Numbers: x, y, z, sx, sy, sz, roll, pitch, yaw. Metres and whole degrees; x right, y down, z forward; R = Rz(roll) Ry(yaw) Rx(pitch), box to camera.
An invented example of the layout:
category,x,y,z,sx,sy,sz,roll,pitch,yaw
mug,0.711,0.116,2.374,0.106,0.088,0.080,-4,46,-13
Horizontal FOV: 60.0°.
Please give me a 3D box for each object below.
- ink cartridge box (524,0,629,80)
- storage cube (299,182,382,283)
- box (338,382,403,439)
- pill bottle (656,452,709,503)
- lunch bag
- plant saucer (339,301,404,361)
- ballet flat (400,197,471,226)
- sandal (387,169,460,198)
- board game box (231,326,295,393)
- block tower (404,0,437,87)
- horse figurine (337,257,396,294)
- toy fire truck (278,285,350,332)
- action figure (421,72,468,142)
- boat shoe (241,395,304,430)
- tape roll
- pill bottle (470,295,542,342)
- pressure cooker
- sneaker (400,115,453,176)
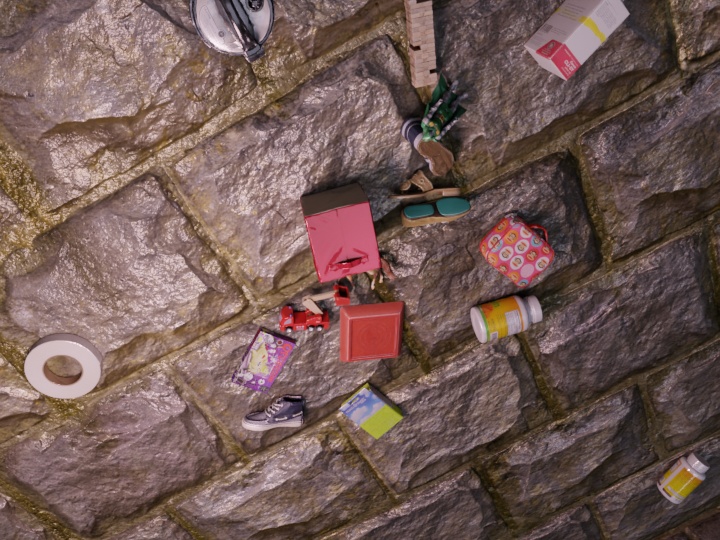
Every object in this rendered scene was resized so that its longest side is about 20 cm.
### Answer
category,x,y,z,sx,sy,sz,roll,pitch,yaw
ink cartridge box,0.512,-0.573,1.486,0.083,0.146,0.200,35,107,-28
storage cube,-0.054,-0.102,1.606,0.168,0.201,0.183,-14,115,-3
box,0.032,0.452,2.025,0.122,0.048,0.200,-41,119,11
pill bottle,1.285,0.820,2.478,0.108,0.110,0.201,23,113,-23
lunch bag,0.462,-0.064,1.804,0.199,0.082,0.176,36,106,-27
plant saucer,0.037,0.195,1.886,0.196,0.037,0.203,-5,120,-11
ballet flat,0.205,-0.158,1.716,0.196,0.070,0.063,-6,149,-6
sandal,0.168,-0.233,1.661,0.208,0.078,0.071,-5,101,-17
board game box,-0.290,0.270,1.863,0.119,0.032,0.202,21,113,-27
block tower,0.144,-0.541,1.477,0.057,0.054,0.203,-14,122,-5
horse figurine,0.000,0.000,1.759,0.196,0.050,0.134,-11,127,-3
toy fire truck,-0.133,0.110,1.770,0.196,0.049,0.142,-2,135,-11
action figure,0.198,-0.378,1.513,0.118,0.201,0.054,44,148,-20
boat shoe,-0.269,0.436,1.942,0.196,0.075,0.094,-1,114,-21
tape roll,-0.823,0.268,1.736,0.199,0.037,0.206,-5,120,-9
pill bottle,0.445,0.140,1.901,0.196,0.112,0.113,-15,122,-4
pressure cooker,-0.265,-0.547,1.297,0.173,0.201,0.181,15,116,-21
sneaker,0.170,-0.325,1.607,0.070,0.109,0.200,-41,150,10
